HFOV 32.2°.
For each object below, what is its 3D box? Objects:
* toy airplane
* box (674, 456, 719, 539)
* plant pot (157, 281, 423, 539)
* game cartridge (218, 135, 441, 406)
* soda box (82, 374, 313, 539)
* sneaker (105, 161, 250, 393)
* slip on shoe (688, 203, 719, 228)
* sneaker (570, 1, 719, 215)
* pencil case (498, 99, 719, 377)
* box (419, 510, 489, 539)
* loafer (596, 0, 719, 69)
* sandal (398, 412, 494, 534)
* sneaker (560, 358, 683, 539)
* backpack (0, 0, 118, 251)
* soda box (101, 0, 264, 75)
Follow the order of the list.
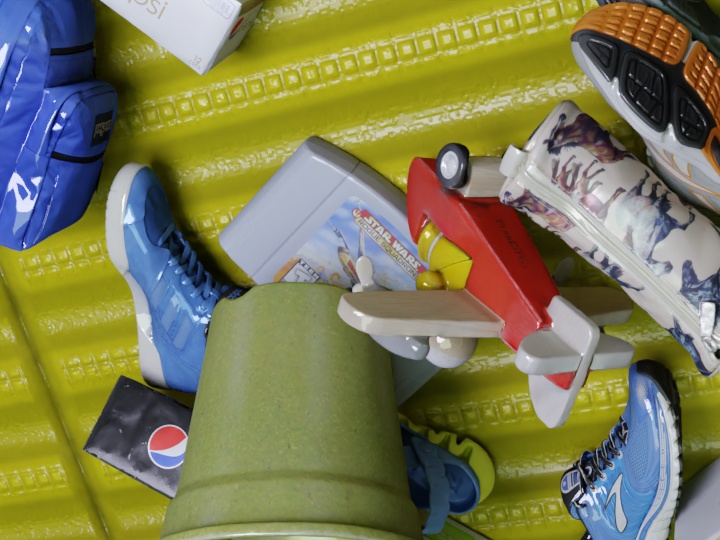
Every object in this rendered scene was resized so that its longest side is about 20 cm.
[{"bbox_3d":[0.091,0.026,0.861,0.198,0.200,0.142,33,129,-4],"label":"toy airplane"},{"bbox_3d":[0.353,0.214,0.919,0.200,0.107,0.152,42,117,-4],"label":"box"},{"bbox_3d":[-0.045,0.117,0.880,0.197,0.187,0.201,1,155,0],"label":"plant pot"},{"bbox_3d":[0.000,0.000,0.967,0.200,0.042,0.133,43,121,-5],"label":"game cartridge"},{"bbox_3d":[-0.115,0.159,0.992,0.198,0.063,0.072,26,81,9],"label":"soda box"},{"bbox_3d":[-0.128,0.010,0.981,0.109,0.077,0.203,5,119,20],"label":"sneaker"},{"bbox_3d":[0.247,0.001,0.879,0.198,0.074,0.061,33,121,-6],"label":"slip on shoe"},{"bbox_3d":[0.203,-0.087,0.804,0.199,0.076,0.092,38,158,-12],"label":"sneaker"},{"bbox_3d":[0.177,-0.021,0.798,0.199,0.089,0.078,41,116,3],"label":"pencil case"},{"bbox_3d":[0.052,0.275,1.028,0.198,0.113,0.102,28,118,1],"label":"box"},{"bbox_3d":[0.209,-0.147,0.825,0.199,0.072,0.063,36,124,-4],"label":"loafer"},{"bbox_3d":[0.010,0.149,1.001,0.197,0.087,0.081,20,119,9],"label":"sandal"},{"bbox_3d":[0.198,0.161,0.956,0.088,0.079,0.203,7,115,10],"label":"sneaker"},{"bbox_3d":[-0.264,-0.130,0.920,0.165,0.163,0.203,18,105,-3],"label":"backpack"},{"bbox_3d":[-0.166,-0.230,0.894,0.199,0.068,0.064,37,118,-2],"label":"soda box"}]
